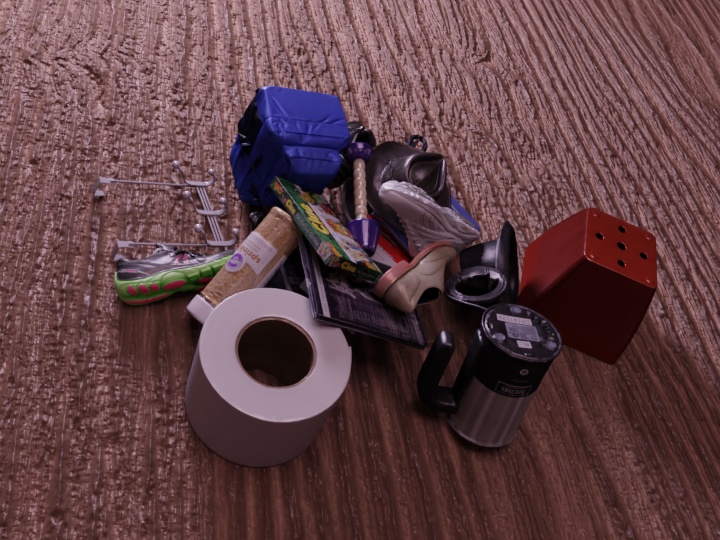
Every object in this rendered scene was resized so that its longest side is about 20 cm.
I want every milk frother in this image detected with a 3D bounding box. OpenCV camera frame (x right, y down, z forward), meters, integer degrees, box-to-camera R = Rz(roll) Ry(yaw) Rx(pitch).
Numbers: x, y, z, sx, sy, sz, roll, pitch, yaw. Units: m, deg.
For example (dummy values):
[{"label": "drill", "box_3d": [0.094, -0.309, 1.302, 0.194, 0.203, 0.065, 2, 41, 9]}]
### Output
[{"label": "milk frother", "box_3d": [0.188, 0.121, 1.112, 0.180, 0.188, 0.200, 20, 37, 5]}]

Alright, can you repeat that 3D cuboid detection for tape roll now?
[{"label": "tape roll", "box_3d": [-0.127, 0.144, 0.994, 0.203, 0.139, 0.203, 12, 49, -14]}]

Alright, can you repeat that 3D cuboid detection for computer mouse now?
[{"label": "computer mouse", "box_3d": [0.075, -0.204, 1.384, 0.059, 0.034, 0.200, 24, 41, 19]}, {"label": "computer mouse", "box_3d": [-0.107, 0.003, 1.170, 0.138, 0.053, 0.200, 12, 46, -42]}]

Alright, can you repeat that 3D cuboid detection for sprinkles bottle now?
[{"label": "sprinkles bottle", "box_3d": [-0.165, 0.001, 1.079, 0.068, 0.068, 0.200, 38, 81, 10]}]

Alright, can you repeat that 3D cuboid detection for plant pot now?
[{"label": "plant pot", "box_3d": [0.413, 0.009, 1.302, 0.200, 0.176, 0.200, 23, 48, -4]}]

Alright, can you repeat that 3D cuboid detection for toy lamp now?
[{"label": "toy lamp", "box_3d": [0.000, -0.112, 1.168, 0.058, 0.058, 0.200, 6, 60, -18]}]

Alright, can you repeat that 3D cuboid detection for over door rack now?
[{"label": "over door rack", "box_3d": [-0.305, -0.099, 1.164, 0.200, 0.067, 0.148, -8, 56, -28]}]

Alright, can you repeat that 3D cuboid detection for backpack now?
[{"label": "backpack", "box_3d": [-0.129, -0.181, 1.215, 0.162, 0.200, 0.168, 6, 59, -30]}]

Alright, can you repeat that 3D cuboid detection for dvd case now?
[{"label": "dvd case", "box_3d": [0.003, 0.033, 1.069, 0.200, 0.016, 0.149, 20, 40, -35]}]

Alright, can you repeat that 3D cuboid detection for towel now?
[{"label": "towel", "box_3d": [0.120, -0.085, 1.302, 0.145, 0.024, 0.200, 48, 45, 5]}]

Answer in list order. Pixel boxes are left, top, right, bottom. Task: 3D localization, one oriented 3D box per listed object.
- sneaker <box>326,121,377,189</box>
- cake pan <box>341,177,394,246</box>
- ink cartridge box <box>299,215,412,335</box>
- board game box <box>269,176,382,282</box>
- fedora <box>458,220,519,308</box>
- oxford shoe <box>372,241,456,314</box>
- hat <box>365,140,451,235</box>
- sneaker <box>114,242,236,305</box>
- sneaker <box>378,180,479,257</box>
[{"label": "sneaker", "box_3d": [-0.003, -0.227, 1.345, 0.076, 0.114, 0.199, 56, 30, -20]}, {"label": "cake pan", "box_3d": [0.057, -0.100, 1.334, 0.200, 0.037, 0.200, 11, 50, -14]}, {"label": "ink cartridge box", "box_3d": [0.000, 0.000, 1.180, 0.116, 0.067, 0.200, 42, 33, -3]}, {"label": "board game box", "box_3d": [-0.053, -0.062, 1.081, 0.105, 0.023, 0.200, 16, 27, -44]}, {"label": "fedora", "box_3d": [0.215, 0.007, 1.248, 0.092, 0.201, 0.201, -1, 46, 17]}, {"label": "oxford shoe", "box_3d": [0.098, 0.015, 1.114, 0.074, 0.071, 0.200, 44, 41, 14]}, {"label": "hat", "box_3d": [0.099, -0.158, 1.254, 0.200, 0.081, 0.201, 16, 57, -26]}, {"label": "sneaker", "box_3d": [-0.268, -0.010, 1.102, 0.200, 0.077, 0.084, -11, 62, -30]}, {"label": "sneaker", "box_3d": [0.099, -0.069, 1.186, 0.200, 0.099, 0.078, 29, 15, -29]}]
